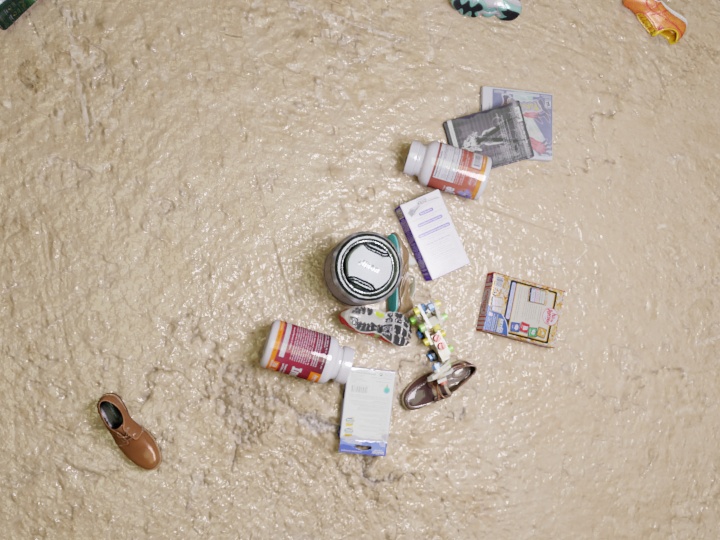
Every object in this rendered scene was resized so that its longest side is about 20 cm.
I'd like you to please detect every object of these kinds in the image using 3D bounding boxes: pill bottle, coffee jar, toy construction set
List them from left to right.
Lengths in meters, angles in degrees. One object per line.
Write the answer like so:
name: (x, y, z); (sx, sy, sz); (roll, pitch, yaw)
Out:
coffee jar: (-0.756, -0.635, 1.339); (0.085, 0.104, 0.200); (43, 78, -8)
pill bottle: (-0.120, 0.192, 1.387); (0.199, 0.113, 0.113); (18, 82, -9)
toy construction set: (0.179, 0.168, 1.439); (0.092, 0.131, 0.201); (-11, 87, -11)
pill bottle: (0.210, -0.251, 1.487); (0.199, 0.112, 0.113); (17, 82, 1)

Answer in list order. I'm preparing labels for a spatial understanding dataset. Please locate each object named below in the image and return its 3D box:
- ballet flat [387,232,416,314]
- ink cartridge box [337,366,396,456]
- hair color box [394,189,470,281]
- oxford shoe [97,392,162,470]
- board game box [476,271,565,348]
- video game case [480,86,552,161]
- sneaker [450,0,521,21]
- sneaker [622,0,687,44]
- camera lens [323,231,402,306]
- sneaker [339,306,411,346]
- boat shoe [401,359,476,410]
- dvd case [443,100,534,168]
ballet flat: (0.103, 0.007, 1.478); (0.072, 0.068, 0.201); (-1, 85, -31)
ink cartridge box: (0.013, 0.332, 1.439); (0.119, 0.042, 0.201); (8, 81, -11)
hair color box: (0.176, -0.086, 1.496); (0.109, 0.065, 0.201); (-23, 92, -12)
oxford shoe: (-0.509, 0.358, 1.318); (0.071, 0.071, 0.200); (-39, 95, -13)
board game box: (0.406, 0.102, 1.533); (0.199, 0.046, 0.152); (15, 82, -10)
video game case: (0.410, -0.384, 1.589); (0.199, 0.023, 0.183); (3, 85, -11)
sneaker: (0.326, -0.739, 1.583); (0.199, 0.078, 0.140); (3, 83, -20)
sneaker: (0.812, -0.697, 1.674); (0.200, 0.073, 0.077); (28, 90, -5)
camera lens: (0.000, 0.000, 1.383); (0.159, 0.200, 0.161); (1, 85, -11)
sneaker: (0.037, 0.127, 1.445); (0.200, 0.085, 0.077); (24, 74, -31)
boat shoe: (0.193, 0.277, 1.462); (0.199, 0.072, 0.072); (-23, 90, -12)
dvd case: (0.326, -0.334, 1.546); (0.199, 0.016, 0.149); (-15, 88, 4)
